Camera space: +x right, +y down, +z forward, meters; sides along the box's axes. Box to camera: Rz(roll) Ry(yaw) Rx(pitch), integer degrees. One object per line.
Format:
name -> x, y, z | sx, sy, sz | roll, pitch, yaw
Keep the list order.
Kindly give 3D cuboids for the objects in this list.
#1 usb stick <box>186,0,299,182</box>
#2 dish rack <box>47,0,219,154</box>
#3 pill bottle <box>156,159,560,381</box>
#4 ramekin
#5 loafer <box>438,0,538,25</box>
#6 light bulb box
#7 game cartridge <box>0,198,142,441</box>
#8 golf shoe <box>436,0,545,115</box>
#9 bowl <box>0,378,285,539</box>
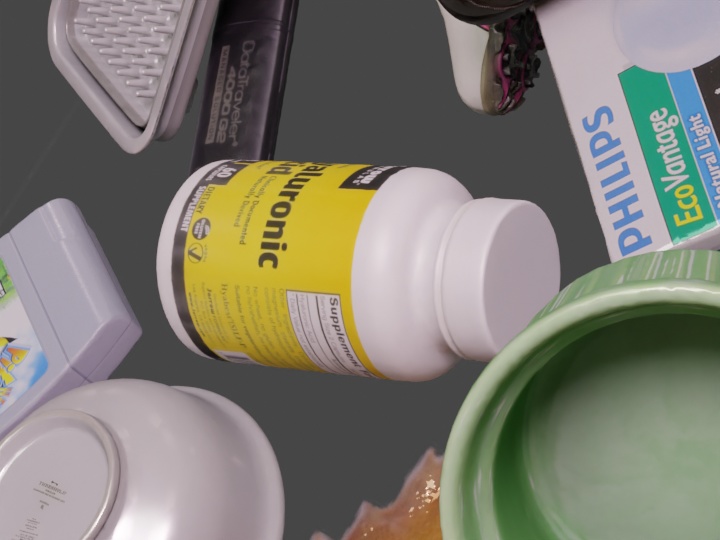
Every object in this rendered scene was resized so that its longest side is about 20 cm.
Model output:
usb stick -> -0.071, -0.105, 1.233 | 0.055, 0.033, 0.202 | -5, 59, 22
dish rack -> -0.128, -0.190, 1.262 | 0.172, 0.043, 0.201 | 47, 126, 44
pill bottle -> 0.000, 0.000, 1.069 | 0.199, 0.111, 0.112 | 5, 65, 34
ramekin -> 0.139, 0.088, 0.873 | 0.199, 0.201, 0.098 | -24, 11, 18
loafer -> 0.114, -0.181, 0.957 | 0.199, 0.071, 0.073 | -37, 87, 17
light bulb box -> 0.207, -0.084, 0.979 | 0.199, 0.125, 0.199 | -26, 51, 16
game cartridge -> -0.229, 0.060, 1.231 | 0.200, 0.040, 0.134 | -39, 52, 6
golf shoe -> 0.057, -0.183, 1.149 | 0.091, 0.072, 0.202 | -7, 79, 24
bowl -> -0.147, 0.136, 1.094 | 0.200, 0.090, 0.203 | -17, 54, 24
